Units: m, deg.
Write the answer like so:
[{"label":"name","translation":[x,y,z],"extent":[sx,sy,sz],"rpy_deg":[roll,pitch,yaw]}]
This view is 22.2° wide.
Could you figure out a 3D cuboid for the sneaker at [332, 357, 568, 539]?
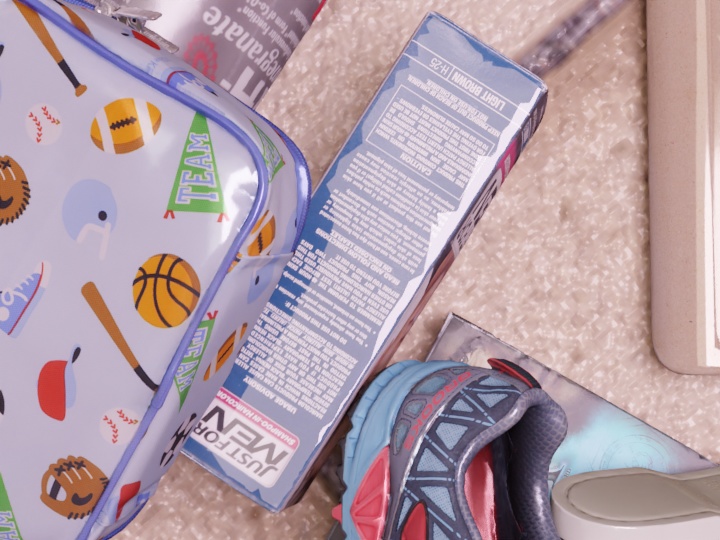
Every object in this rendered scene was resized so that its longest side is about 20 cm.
[{"label":"sneaker","translation":[0.038,0.131,0.679],"extent":[0.095,0.079,0.202],"rpy_deg":[-7,79,43]}]

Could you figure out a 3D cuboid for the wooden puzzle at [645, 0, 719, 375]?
[{"label":"wooden puzzle","translation":[0.224,-0.048,0.786],"extent":[0.198,0.046,0.187],"rpy_deg":[-1,85,7]}]

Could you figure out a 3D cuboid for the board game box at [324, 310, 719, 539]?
[{"label":"board game box","translation":[0.047,0.137,0.783],"extent":[0.135,0.028,0.201],"rpy_deg":[29,87,4]}]

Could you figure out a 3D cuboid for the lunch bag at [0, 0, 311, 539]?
[{"label":"lunch bag","translation":[-0.120,-0.004,0.680],"extent":[0.160,0.076,0.201],"rpy_deg":[31,100,11]}]

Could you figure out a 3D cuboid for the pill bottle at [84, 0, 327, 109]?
[{"label":"pill bottle","translation":[-0.098,-0.085,0.768],"extent":[0.110,0.111,0.201],"rpy_deg":[33,88,5]}]

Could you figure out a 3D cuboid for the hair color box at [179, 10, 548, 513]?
[{"label":"hair color box","translation":[0.000,0.000,0.761],"extent":[0.060,0.100,0.201],"rpy_deg":[33,88,6]}]

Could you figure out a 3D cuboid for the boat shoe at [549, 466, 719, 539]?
[{"label":"boat shoe","translation":[0.164,0.115,0.747],"extent":[0.200,0.072,0.061],"rpy_deg":[0,107,-21]}]
